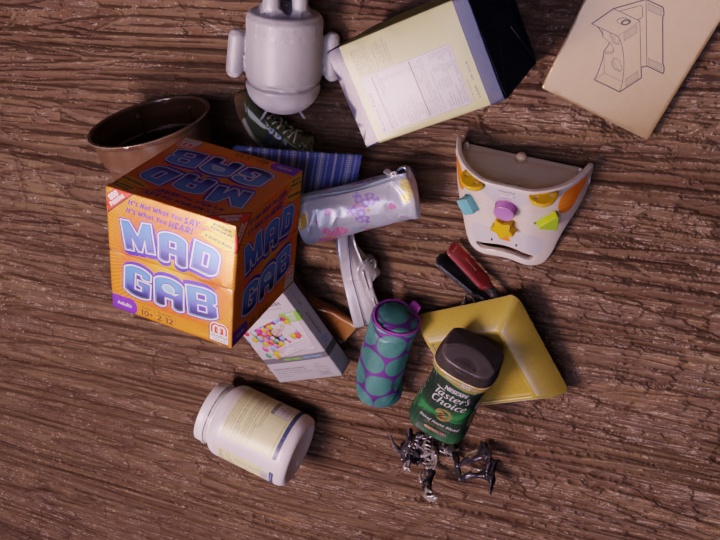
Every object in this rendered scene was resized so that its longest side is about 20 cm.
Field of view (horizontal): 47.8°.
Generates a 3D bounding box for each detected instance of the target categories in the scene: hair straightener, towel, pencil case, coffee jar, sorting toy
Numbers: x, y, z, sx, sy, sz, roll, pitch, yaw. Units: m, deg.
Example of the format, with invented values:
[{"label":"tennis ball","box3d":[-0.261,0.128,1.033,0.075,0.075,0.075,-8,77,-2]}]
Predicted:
[{"label":"hair straightener","box3d":[0.196,0.044,1.314,0.200,0.041,0.077,41,138,-7]},{"label":"towel","box3d":[-0.106,-0.138,1.285,0.200,0.024,0.145,3,140,-9]},{"label":"pencil case","box3d":[-0.005,-0.101,1.257,0.200,0.083,0.091,-14,153,12]},{"label":"coffee jar","box3d":[0.151,0.184,1.295,0.104,0.085,0.200,28,134,11]},{"label":"sorting toy","box3d":[0.223,-0.084,1.205,0.200,0.107,0.180,15,141,17]},{"label":"pencil case","box3d":[0.046,0.142,1.389,0.085,0.092,0.200,49,144,33]}]

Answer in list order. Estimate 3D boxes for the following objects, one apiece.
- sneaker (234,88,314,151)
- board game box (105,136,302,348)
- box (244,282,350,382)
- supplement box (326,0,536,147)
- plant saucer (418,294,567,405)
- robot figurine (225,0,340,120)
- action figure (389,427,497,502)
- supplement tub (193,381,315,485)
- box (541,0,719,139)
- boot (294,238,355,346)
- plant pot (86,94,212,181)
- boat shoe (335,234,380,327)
[{"label":"sneaker","box3d":[-0.115,-0.209,1.297,0.090,0.067,0.200,-14,116,30]},{"label":"board game box","box3d":[-0.222,-0.047,1.183,0.200,0.200,0.200,18,123,15]},{"label":"box","box3d":[-0.133,0.112,1.446,0.156,0.041,0.200,-11,122,37]},{"label":"supplement box","box3d":[0.099,-0.280,1.073,0.200,0.200,0.134,-14,110,30]},{"label":"plant saucer","box3d":[0.205,0.148,1.328,0.200,0.048,0.200,-15,115,40]},{"label":"robot figurine","box3d":[-0.114,-0.318,1.204,0.169,0.113,0.200,1,121,-4]},{"label":"action figure","box3d":[0.139,0.346,1.463,0.200,0.102,0.119,4,130,21]},{"label":"supplement tub","box3d":[-0.205,0.311,1.575,0.200,0.145,0.145,23,124,12]},{"label":"box","box3d":[0.351,-0.293,1.058,0.163,0.021,0.200,28,126,8]},{"label":"boot","box3d":[-0.090,0.047,1.424,0.200,0.068,0.188,36,125,2]},{"label":"plant pot","box3d":[-0.321,-0.159,1.351,0.200,0.200,0.198,3,125,23]},{"label":"boat shoe","box3d":[0.000,0.000,1.364,0.065,0.074,0.200,-12,119,-2]}]
